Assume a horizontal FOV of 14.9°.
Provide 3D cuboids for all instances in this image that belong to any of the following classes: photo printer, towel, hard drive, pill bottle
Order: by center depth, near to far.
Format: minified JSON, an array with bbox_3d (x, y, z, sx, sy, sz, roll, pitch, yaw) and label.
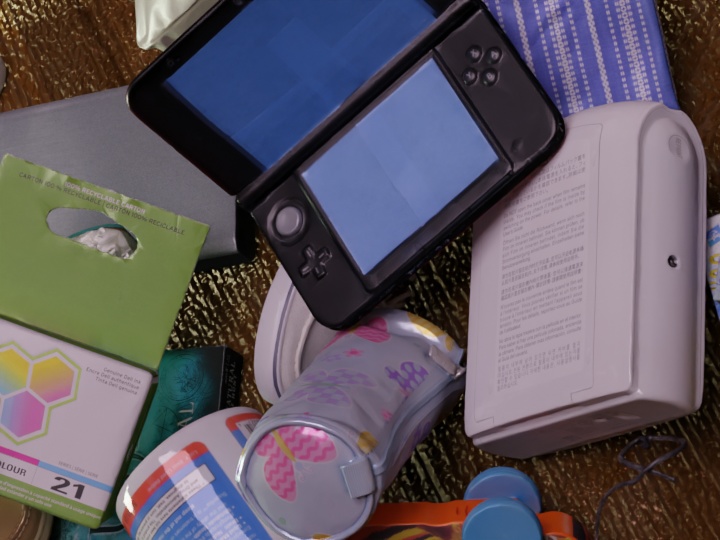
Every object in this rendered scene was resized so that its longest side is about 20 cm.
[{"bbox_3d":[0.134,0.001,1.651,0.166,0.069,0.200,-22,59,49],"label":"photo printer"},{"bbox_3d":[-0.051,0.190,1.671,0.112,0.112,0.200,-41,69,8],"label":"pill bottle"},{"bbox_3d":[0.085,-0.146,1.709,0.200,0.024,0.145,-12,97,12],"label":"towel"},{"bbox_3d":[-0.164,-0.057,1.879,0.200,0.033,0.140,-10,67,24],"label":"hard drive"}]

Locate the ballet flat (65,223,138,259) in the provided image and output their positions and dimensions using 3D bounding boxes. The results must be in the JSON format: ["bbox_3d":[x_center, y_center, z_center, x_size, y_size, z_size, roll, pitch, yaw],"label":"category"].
[{"bbox_3d":[-0.219,0.040,1.839,0.200,0.072,0.072,-30,59,32],"label":"ballet flat"}]

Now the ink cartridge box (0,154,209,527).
[{"bbox_3d":[-0.197,0.042,1.737,0.148,0.076,0.200,20,90,0],"label":"ink cartridge box"}]

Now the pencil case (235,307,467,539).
[{"bbox_3d":[-0.001,0.092,1.643,0.091,0.200,0.083,7,111,18],"label":"pencil case"}]

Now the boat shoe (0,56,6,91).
[{"bbox_3d":[-0.342,-0.096,1.970,0.200,0.060,0.076,-50,57,2],"label":"boat shoe"}]

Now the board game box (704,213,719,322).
[{"bbox_3d":[0.312,0.031,1.583,0.200,0.056,0.196,-23,62,18],"label":"board game box"}]

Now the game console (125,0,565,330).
[{"bbox_3d":[-0.010,-0.093,1.659,0.200,0.119,0.172,-41,61,17],"label":"game console"}]

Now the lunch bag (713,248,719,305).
[{"bbox_3d":[0.307,-0.046,1.511,0.200,0.127,0.170,4,75,22],"label":"lunch bag"}]

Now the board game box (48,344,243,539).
[{"bbox_3d":[-0.149,0.151,1.794,0.135,0.028,0.200,-5,68,25],"label":"board game box"}]

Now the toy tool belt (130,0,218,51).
[{"bbox_3d":[-0.081,-0.235,1.838,0.200,0.125,0.123,-42,45,42],"label":"toy tool belt"}]

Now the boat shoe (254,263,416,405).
[{"bbox_3d":[0.000,0.000,1.754,0.070,0.071,0.200,17,73,34],"label":"boat shoe"}]

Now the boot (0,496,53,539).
[{"bbox_3d":[-0.314,0.175,1.784,0.200,0.155,0.073,-31,46,23],"label":"boot"}]

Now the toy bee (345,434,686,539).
[{"bbox_3d":[0.095,0.175,1.609,0.200,0.131,0.109,-7,106,27],"label":"toy bee"}]
